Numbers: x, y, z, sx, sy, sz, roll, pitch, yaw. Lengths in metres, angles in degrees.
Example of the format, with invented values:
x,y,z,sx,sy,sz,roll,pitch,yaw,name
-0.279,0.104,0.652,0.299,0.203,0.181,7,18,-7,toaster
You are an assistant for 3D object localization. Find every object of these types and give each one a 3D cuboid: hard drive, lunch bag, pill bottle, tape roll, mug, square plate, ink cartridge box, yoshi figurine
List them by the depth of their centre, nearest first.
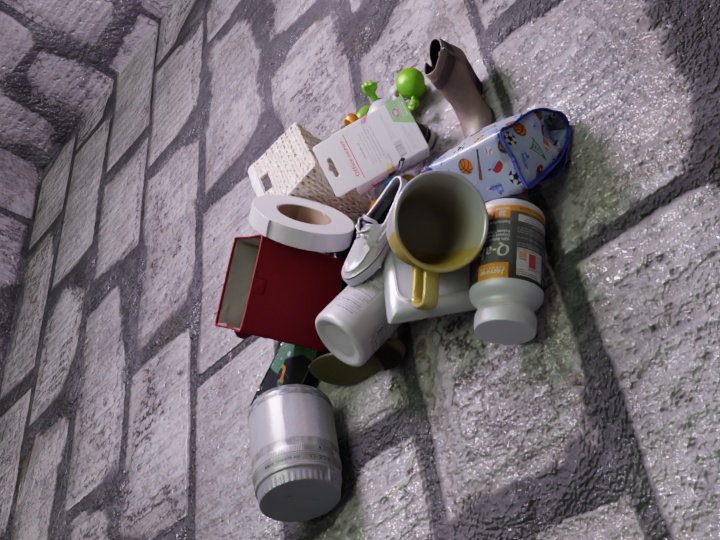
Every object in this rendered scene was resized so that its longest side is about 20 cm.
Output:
x,y,z,sx,sy,sz,roll,pitch,yaw,name
0.225,0.002,1.249,0.115,0.115,0.204,-20,52,43,pill bottle
0.096,-0.053,1.270,0.188,0.149,0.153,-54,6,-10,mug
0.238,-0.185,1.333,0.168,0.125,0.200,-18,15,45,lunch bag
0.129,-0.013,1.362,0.194,0.029,0.203,-11,52,4,square plate
0.024,0.060,1.414,0.200,0.115,0.113,-44,27,-29,pill bottle
-0.109,-0.089,1.512,0.203,0.199,0.038,45,125,53,tape roll
0.021,-0.228,1.554,0.197,0.067,0.119,-28,82,2,ink cartridge box
-0.139,0.215,1.641,0.139,0.037,0.203,25,89,55,hard drive
0.062,-0.343,1.647,0.200,0.113,0.111,-44,24,-22,yoshi figurine

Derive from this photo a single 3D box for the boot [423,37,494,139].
x,y,z,sx,sy,sz,roll,pitch,yaw,name
0.175,-0.328,1.500,0.070,0.145,0.203,-29,47,34,boot

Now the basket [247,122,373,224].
x,y,z,sx,sy,sz,roll,pitch,yaw,name
-0.106,-0.171,1.712,0.161,0.199,0.199,-46,38,17,basket

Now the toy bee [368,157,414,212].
x,y,z,sx,sy,sz,roll,pitch,yaw,name
0.087,-0.124,1.536,0.200,0.107,0.133,177,113,-79,toy bee

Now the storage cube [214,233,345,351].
x,y,z,sx,sy,sz,roll,pitch,yaw,name
-0.153,0.042,1.543,0.170,0.177,0.204,1,76,63,storage cube

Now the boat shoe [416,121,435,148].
x,y,z,sx,sy,sz,roll,pitch,yaw,name
0.061,-0.245,1.663,0.200,0.060,0.073,-28,47,39,boat shoe

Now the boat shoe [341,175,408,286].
x,y,z,sx,sy,sz,roll,pitch,yaw,name
0.022,-0.070,1.380,0.073,0.065,0.202,27,82,50,boat shoe

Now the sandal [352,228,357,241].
x,y,z,sx,sy,sz,roll,pitch,yaw,name
0.075,-0.062,1.491,0.197,0.077,0.043,-13,32,31,sandal

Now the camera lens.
x,y,z,sx,sy,sz,roll,pitch,yaw,name
-0.117,0.317,1.441,0.160,0.159,0.202,-40,41,27,camera lens

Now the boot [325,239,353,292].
x,y,z,sx,sy,sz,roll,pitch,yaw,name
-0.001,-0.001,1.576,0.161,0.073,0.202,-13,58,45,boot

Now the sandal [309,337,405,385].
x,y,z,sx,sy,sz,roll,pitch,yaw,name
0.003,0.151,1.494,0.209,0.078,0.070,-20,29,36,sandal
